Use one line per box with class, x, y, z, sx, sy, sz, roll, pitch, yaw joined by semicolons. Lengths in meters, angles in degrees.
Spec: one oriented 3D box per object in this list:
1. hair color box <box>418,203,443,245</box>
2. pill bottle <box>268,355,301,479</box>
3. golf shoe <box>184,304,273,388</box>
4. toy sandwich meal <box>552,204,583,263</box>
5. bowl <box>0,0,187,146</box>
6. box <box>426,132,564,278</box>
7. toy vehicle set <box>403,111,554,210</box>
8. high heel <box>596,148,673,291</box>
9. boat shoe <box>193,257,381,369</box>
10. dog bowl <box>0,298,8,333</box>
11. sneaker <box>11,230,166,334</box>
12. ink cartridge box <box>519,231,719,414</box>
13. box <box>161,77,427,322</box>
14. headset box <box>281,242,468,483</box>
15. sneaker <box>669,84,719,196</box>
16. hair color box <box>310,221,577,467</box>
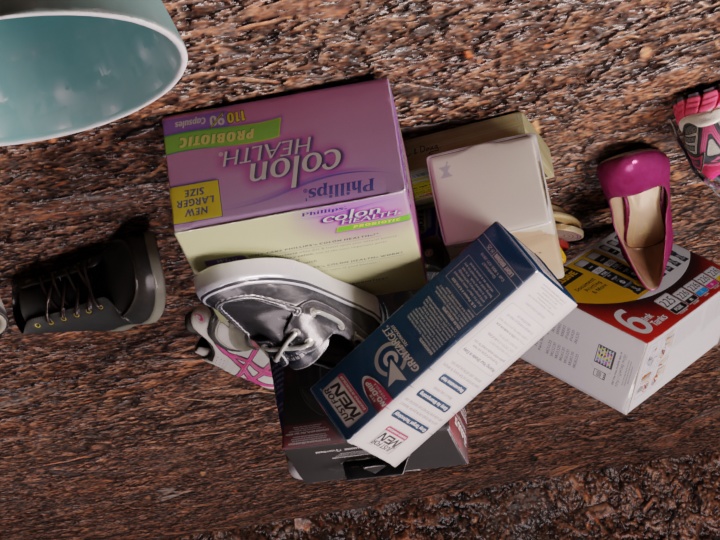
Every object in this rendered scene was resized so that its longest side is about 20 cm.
hair color box;0.000;0.000;1.907;0.199;0.065;0.109;-17;140;19
pill bottle;-0.032;0.094;2.037;0.110;0.201;0.111;-10;166;-3
golf shoe;-0.123;0.071;2.162;0.091;0.073;0.200;-6;156;7
toy sandwich meal;0.119;-0.006;2.022;0.204;0.071;0.205;-10;166;-2
bowl;-0.201;-0.150;1.171;0.199;0.106;0.201;-9;166;-2
box;0.115;-0.043;1.750;0.094;0.078;0.200;-12;166;7
toy vehicle set;0.056;-0.082;1.773;0.199;0.027;0.124;-13;165;12
high heel;0.259;-0.047;1.909;0.067;0.097;0.200;-13;166;12
boat shoe;-0.051;0.042;1.630;0.071;0.068;0.200;-22;155;30
dog bowl;-0.399;0.023;1.762;0.199;0.074;0.200;-9;166;-2
sneaker;-0.241;0.021;1.858;0.106;0.075;0.200;-7;166;-23
ink cartridge box;0.240;0.033;2.033;0.175;0.084;0.200;27;-148;25
box;-0.047;-0.050;1.628;0.175;0.097;0.200;-10;159;4
headset box;0.013;0.088;1.799;0.148;0.201;0.077;-8;148;14
sneaker;0.316;-0.099;1.799;0.080;0.075;0.200;-16;165;23
hair color box;0.066;0.060;1.654;0.200;0.061;0.100;-42;150;7
